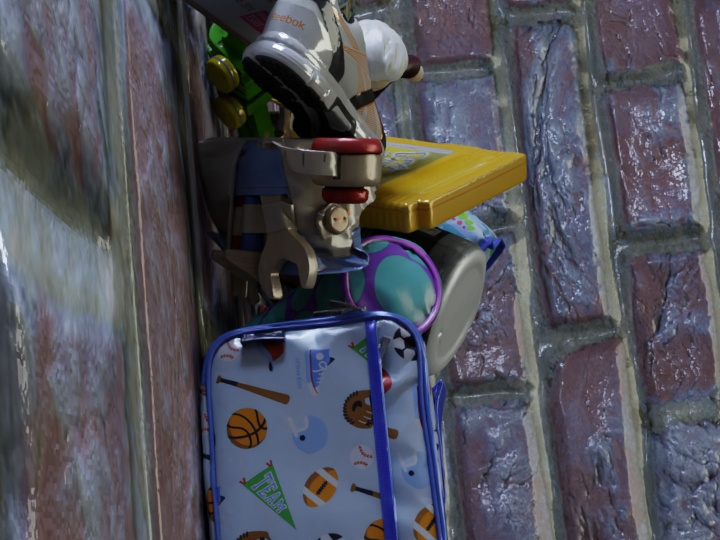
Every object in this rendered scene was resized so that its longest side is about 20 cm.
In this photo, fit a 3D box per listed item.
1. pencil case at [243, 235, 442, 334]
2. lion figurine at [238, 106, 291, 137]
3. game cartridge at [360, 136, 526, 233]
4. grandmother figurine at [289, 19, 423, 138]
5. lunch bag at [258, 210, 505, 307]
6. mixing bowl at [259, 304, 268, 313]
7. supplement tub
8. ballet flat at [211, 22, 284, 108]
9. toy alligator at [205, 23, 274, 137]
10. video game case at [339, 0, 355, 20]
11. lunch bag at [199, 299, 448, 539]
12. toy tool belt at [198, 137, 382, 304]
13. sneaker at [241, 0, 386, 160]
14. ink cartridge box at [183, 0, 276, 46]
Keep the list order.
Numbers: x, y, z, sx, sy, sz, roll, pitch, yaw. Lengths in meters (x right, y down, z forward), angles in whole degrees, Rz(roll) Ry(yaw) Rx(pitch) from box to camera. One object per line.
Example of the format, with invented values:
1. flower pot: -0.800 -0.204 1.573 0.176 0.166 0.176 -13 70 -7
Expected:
1. pencil case: -0.021 0.042 0.993 0.200 0.085 0.093 -35 -164 54
2. lion figurine: -0.093 -0.112 1.268 0.201 0.071 0.124 -69 164 -58
3. game cartridge: 0.012 -0.078 1.063 0.176 0.198 0.033 -28 119 -50
4. grandmother figurine: -0.003 -0.149 1.028 0.061 0.120 0.200 66 -13 3
5. lunch bag: 0.015 -0.004 1.236 0.170 0.201 0.127 41 8 13
6. mixing bowl: -0.041 0.132 1.322 0.200 0.107 0.203 -5 90 -89
7. supplement tub: 0.000 0.000 1.115 0.123 0.198 0.123 -50 154 -35
8. ballet flat: -0.081 -0.176 1.164 0.199 0.062 0.070 23 65 -49
9. toy alligator: -0.100 -0.148 1.078 0.054 0.059 0.201 37 -27 28
10. video game case: -0.029 -0.252 1.355 0.200 0.022 0.185 -65 158 -72
11. lunch bag: -0.019 0.121 0.812 0.076 0.158 0.203 84 1 -72
12. toy tool belt: -0.043 -0.030 0.886 0.199 0.123 0.125 10 -79 61
13. sneaker: -0.016 -0.135 0.897 0.200 0.073 0.081 51 60 -69
14. ink cartridge box: -0.080 -0.258 0.897 0.200 0.074 0.167 14 69 -76
